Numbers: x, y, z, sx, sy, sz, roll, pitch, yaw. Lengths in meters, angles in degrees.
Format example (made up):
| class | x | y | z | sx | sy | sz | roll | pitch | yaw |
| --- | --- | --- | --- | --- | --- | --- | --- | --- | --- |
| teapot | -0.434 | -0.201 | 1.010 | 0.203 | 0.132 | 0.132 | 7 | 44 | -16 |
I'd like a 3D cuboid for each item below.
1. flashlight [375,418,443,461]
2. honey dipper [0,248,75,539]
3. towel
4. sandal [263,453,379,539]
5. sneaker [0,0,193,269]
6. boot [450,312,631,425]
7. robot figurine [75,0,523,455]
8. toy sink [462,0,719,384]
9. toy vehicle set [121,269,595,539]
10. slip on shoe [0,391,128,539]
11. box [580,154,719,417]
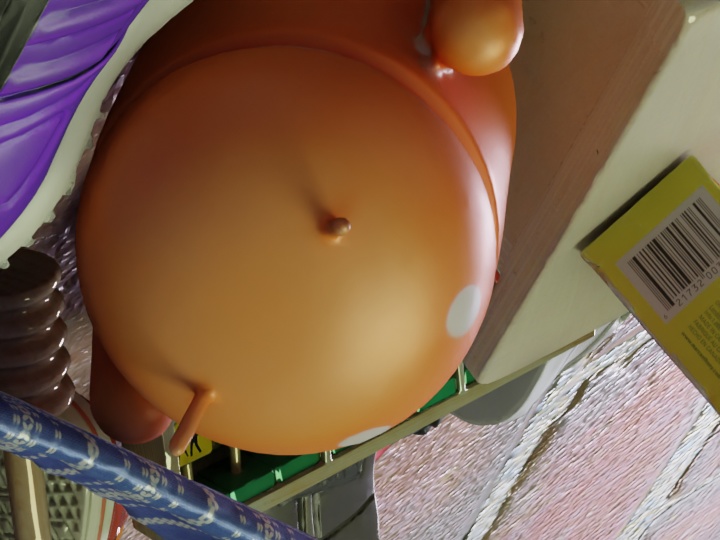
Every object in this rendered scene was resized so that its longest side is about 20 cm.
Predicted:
| class | x | y | z | sx | sy | sz | roll | pitch | yaw |
| --- | --- | --- | --- | --- | --- | --- | --- | --- | --- |
| flashlight | -0.025 | 0.088 | 1.103 | 0.200 | 0.067 | 0.068 | -49 | 145 | -23 |
| honey dipper | -0.103 | 0.090 | 0.914 | 0.038 | 0.038 | 0.201 | -24 | 122 | -35 |
| towel | -0.074 | 0.059 | 0.803 | 0.200 | 0.144 | 0.024 | 30 | 82 | -40 |
| sandal | -0.023 | 0.050 | 1.030 | 0.081 | 0.054 | 0.201 | -14 | 118 | -40 |
| sneaker | -0.091 | -0.074 | 0.688 | 0.200 | 0.070 | 0.099 | -47 | 154 | 11 |
| boot | 0.100 | -0.024 | 1.165 | 0.096 | 0.074 | 0.200 | -38 | 169 | -51 |
| robot figurine | -0.016 | -0.023 | 0.787 | 0.143 | 0.117 | 0.200 | -8 | -157 | 10 |
| toy sink | 0.081 | -0.079 | 0.910 | 0.130 | 0.112 | 0.200 | -25 | 157 | -31 |
| toy vehicle set | 0.000 | 0.000 | 0.972 | 0.199 | 0.026 | 0.125 | -26 | 122 | -34 |
| slip on shoe | -0.113 | 0.083 | 1.005 | 0.061 | 0.074 | 0.200 | -44 | 168 | -26 |
| box | 0.135 | 0.020 | 0.954 | 0.050 | 0.075 | 0.200 | -42 | 160 | 8 |
